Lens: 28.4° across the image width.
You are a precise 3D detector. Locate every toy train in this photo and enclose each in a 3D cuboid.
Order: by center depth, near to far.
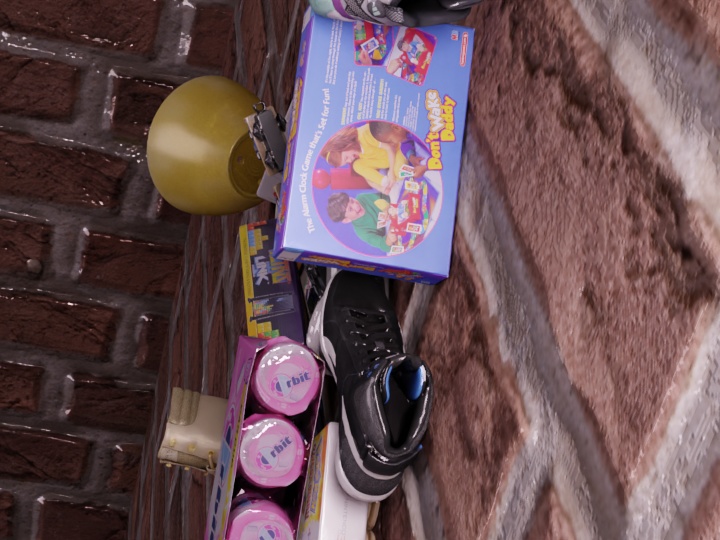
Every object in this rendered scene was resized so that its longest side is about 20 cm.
[{"bbox_3d":[-0.059,-0.061,1.316,0.202,0.034,0.046,69,164,-11],"label":"toy train"}]

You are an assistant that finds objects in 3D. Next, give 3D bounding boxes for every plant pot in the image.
[{"bbox_3d":[-0.180,-0.162,1.998,0.141,0.198,0.203,23,105,50],"label":"plant pot"}]

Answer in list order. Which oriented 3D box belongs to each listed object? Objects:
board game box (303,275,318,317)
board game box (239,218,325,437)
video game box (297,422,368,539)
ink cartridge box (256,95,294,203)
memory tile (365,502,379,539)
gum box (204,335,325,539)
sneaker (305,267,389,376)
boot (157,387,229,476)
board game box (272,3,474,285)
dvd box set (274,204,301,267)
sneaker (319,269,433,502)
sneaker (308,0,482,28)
[{"bbox_3d":[-0.022,-0.001,1.440,0.200,0.029,0.136,-111,33,-67],"label":"board game box"},{"bbox_3d":[-0.075,0.074,1.418,0.201,0.056,0.167,-101,2,-51],"label":"board game box"},{"bbox_3d":[-0.038,0.250,1.213,0.182,0.046,0.203,131,146,-63],"label":"video game box"},{"bbox_3d":[-0.045,-0.160,1.517,0.200,0.067,0.117,121,171,-60],"label":"ink cartridge box"},{"bbox_3d":[-0.019,0.262,1.253,0.200,0.017,0.155,130,148,-68],"label":"memory tile"},{"bbox_3d":[-0.082,0.154,1.225,0.113,0.065,0.203,-165,84,-78],"label":"gum box"},{"bbox_3d":[0.000,0.000,1.263,0.079,0.073,0.203,-156,69,-68],"label":"sneaker"},{"bbox_3d":[-0.145,0.221,1.544,0.073,0.153,0.202,116,160,-52],"label":"boot"},{"bbox_3d":[0.011,-0.101,1.110,0.045,0.133,0.203,146,133,-73],"label":"board game box"},{"bbox_3d":[-0.075,-0.085,1.745,0.201,0.029,0.148,113,162,-51],"label":"dvd box set"},{"bbox_3d":[0.020,0.069,1.117,0.112,0.072,0.202,123,145,-55],"label":"sneaker"},{"bbox_3d":[0.069,-0.235,1.070,0.200,0.139,0.078,-43,-43,-28],"label":"sneaker"}]
